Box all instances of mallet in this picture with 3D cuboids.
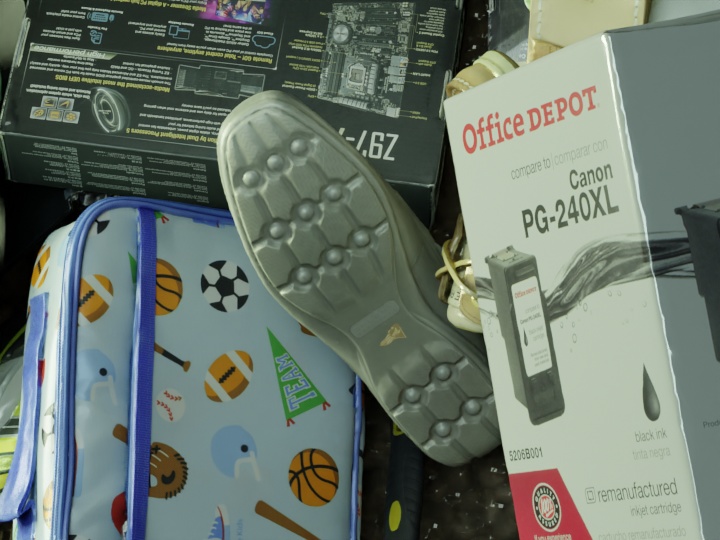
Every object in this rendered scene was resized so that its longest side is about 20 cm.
[{"bbox_3d":[0.008,0.134,1.244,0.066,0.041,0.200,-27,33,16],"label":"mallet"}]

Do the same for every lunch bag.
[{"bbox_3d":[-0.079,0.072,1.270,0.075,0.159,0.201,-24,60,57],"label":"lunch bag"}]

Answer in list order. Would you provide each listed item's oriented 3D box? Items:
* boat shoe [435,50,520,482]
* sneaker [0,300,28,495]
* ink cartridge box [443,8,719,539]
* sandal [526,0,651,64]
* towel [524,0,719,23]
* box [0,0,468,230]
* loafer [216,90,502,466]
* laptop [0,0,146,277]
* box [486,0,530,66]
[{"bbox_3d":[0.068,0.009,1.209,0.066,0.074,0.201,-21,102,-12],"label":"boat shoe"},{"bbox_3d":[-0.146,0.062,1.352,0.200,0.075,0.077,-40,105,-2],"label":"sneaker"},{"bbox_3d":[0.110,0.012,1.093,0.083,0.145,0.201,-9,86,-25],"label":"ink cartridge box"},{"bbox_3d":[0.089,-0.150,1.234,0.077,0.070,0.213,-7,73,17],"label":"sandal"},{"bbox_3d":[0.127,-0.174,1.282,0.149,0.031,0.201,-32,68,8],"label":"towel"},{"bbox_3d":[-0.053,-0.107,1.314,0.199,0.044,0.161,6,61,3],"label":"box"},{"bbox_3d":[0.000,0.000,1.251,0.070,0.200,0.070,-30,27,7],"label":"loafer"},{"bbox_3d":[-0.126,-0.086,1.387,0.199,0.103,0.178,-10,63,-11],"label":"laptop"},{"bbox_3d":[0.158,-0.161,1.305,0.199,0.049,0.162,-4,75,17],"label":"box"}]
